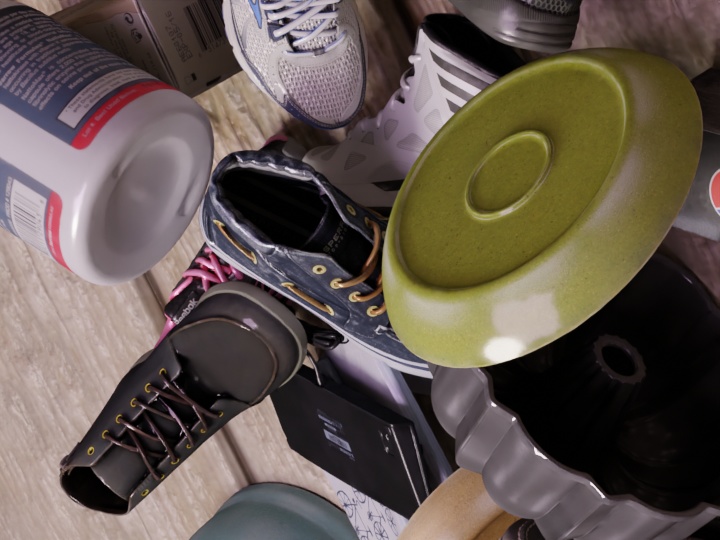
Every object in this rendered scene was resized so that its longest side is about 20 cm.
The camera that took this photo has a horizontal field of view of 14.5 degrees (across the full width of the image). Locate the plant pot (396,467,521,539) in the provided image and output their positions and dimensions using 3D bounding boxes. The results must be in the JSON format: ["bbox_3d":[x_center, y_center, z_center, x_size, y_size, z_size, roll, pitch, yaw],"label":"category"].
[{"bbox_3d":[0.104,0.171,1.610,0.028,0.199,0.201,-128,33,-45],"label":"plant pot"}]

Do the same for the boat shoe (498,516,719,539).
[{"bbox_3d":[0.167,0.151,1.557,0.057,0.199,0.067,-59,36,32],"label":"boat shoe"}]

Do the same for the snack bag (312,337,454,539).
[{"bbox_3d":[0.018,0.129,1.726,0.189,0.021,0.200,63,161,13],"label":"snack bag"}]

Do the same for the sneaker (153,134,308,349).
[{"bbox_3d":[-0.077,0.002,1.755,0.079,0.095,0.201,43,138,19],"label":"sneaker"}]

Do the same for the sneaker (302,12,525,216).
[{"bbox_3d":[0.037,-0.090,1.617,0.200,0.075,0.116,5,100,49],"label":"sneaker"}]

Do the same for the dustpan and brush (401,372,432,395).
[{"bbox_3d":[0.065,0.033,1.665,0.199,0.057,0.140,28,151,38],"label":"dustpan and brush"}]

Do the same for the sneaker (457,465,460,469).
[{"bbox_3d":[0.106,0.127,1.664,0.077,0.080,0.201,28,137,31],"label":"sneaker"}]

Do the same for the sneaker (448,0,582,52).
[{"bbox_3d":[0.059,-0.207,1.503,0.199,0.076,0.115,41,117,43],"label":"sneaker"}]

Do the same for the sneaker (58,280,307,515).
[{"bbox_3d":[-0.106,0.084,1.697,0.075,0.106,0.200,40,146,-7],"label":"sneaker"}]

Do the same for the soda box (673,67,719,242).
[{"bbox_3d":[0.238,-0.041,1.426,0.199,0.071,0.064,20,126,36],"label":"soda box"}]

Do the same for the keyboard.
[{"bbox_3d":[-0.015,0.077,1.703,0.200,0.021,0.128,23,136,61],"label":"keyboard"}]

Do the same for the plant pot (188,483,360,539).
[{"bbox_3d":[-0.068,0.262,1.888,0.200,0.134,0.201,24,131,32],"label":"plant pot"}]

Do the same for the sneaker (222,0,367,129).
[{"bbox_3d":[-0.043,-0.163,1.552,0.085,0.077,0.201,-121,11,-68],"label":"sneaker"}]

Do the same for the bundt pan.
[{"bbox_3d":[0.121,0.069,1.514,0.202,0.202,0.076,46,132,11],"label":"bundt pan"}]

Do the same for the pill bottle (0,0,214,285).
[{"bbox_3d":[-0.194,-0.087,1.635,0.199,0.119,0.120,31,134,27],"label":"pill bottle"}]

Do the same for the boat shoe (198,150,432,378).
[{"bbox_3d":[0.000,0.000,1.580,0.199,0.071,0.091,25,169,1],"label":"boat shoe"}]

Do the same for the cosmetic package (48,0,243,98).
[{"bbox_3d":[-0.149,-0.132,1.732,0.199,0.103,0.073,-13,105,47],"label":"cosmetic package"}]

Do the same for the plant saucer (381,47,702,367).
[{"bbox_3d":[0.083,-0.041,1.447,0.199,0.201,0.031,-5,142,46],"label":"plant saucer"}]
